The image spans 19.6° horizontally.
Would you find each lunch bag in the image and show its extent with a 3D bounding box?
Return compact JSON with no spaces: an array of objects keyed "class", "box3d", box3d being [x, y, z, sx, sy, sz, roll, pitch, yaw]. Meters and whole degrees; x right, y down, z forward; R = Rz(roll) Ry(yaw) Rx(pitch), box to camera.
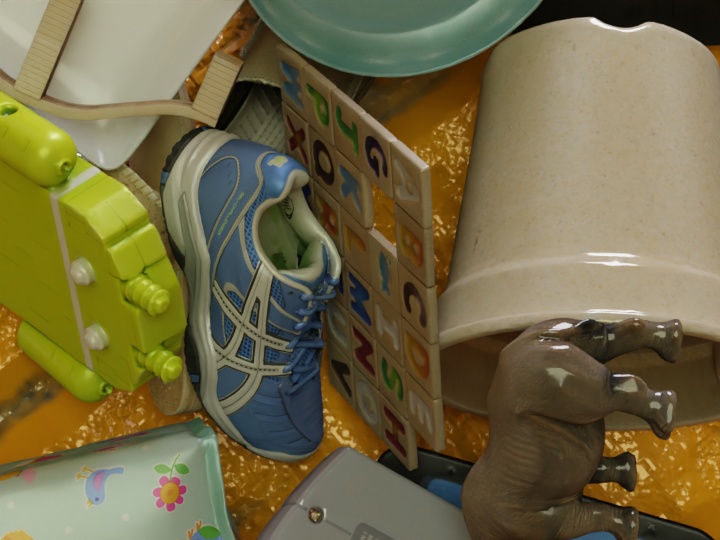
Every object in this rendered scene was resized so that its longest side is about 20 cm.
[{"class":"lunch bag","box3d":[-0.138,0.196,1.120,0.169,0.122,0.202,-12,92,-9]}]

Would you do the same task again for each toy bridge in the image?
[{"class":"toy bridge","box3d":[-0.164,-0.120,1.099,0.198,0.027,0.068,24,101,-6]}]

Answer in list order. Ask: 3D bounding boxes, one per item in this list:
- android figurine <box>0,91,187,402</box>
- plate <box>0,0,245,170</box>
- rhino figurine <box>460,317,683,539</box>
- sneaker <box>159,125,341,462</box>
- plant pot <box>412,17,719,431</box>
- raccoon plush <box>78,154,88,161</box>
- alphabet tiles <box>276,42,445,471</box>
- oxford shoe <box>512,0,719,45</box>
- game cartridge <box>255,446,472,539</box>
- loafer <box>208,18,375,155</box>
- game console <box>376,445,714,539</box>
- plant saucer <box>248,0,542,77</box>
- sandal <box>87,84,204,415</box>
[{"class":"android figurine","box3d":[-0.162,-0.009,1.119,0.041,0.183,0.199,-33,49,-29]},{"class":"plate","box3d":[-0.151,-0.190,1.115,0.199,0.032,0.200,37,98,-8]},{"class":"rhino figurine","box3d":[0.095,0.106,1.032,0.086,0.060,0.201,9,124,-4]},{"class":"sneaker","box3d":[-0.050,0.021,1.127,0.076,0.202,0.076,9,37,36]},{"class":"plant pot","box3d":[0.130,-0.028,1.130,0.198,0.201,0.185,3,71,0]},{"class":"raccoon plush","box3d":[-0.213,-0.149,1.203,0.200,0.096,0.135,40,67,-25]},{"class":"alphabet tiles","box3d":[0.000,0.000,1.106,0.007,0.167,0.202,-17,123,-21]},{"class":"oxford shoe","box3d":[0.147,-0.175,1.212,0.198,0.072,0.072,4,54,0]},{"class":"game cartridge","box3d":[-0.013,0.201,1.070,0.133,0.040,0.201,32,71,-15]},{"class":"loafer","box3d":[-0.036,-0.105,1.187,0.075,0.067,0.201,25,85,0]},{"class":"game console","box3d":[0.079,0.215,1.116,0.198,0.117,0.177,16,42,2]},{"class":"plant saucer","box3d":[0.022,-0.200,1.093,0.198,0.027,0.202,-7,119,-12]},{"class":"sandal","box3d":[-0.131,-0.023,1.156,0.069,0.077,0.214,-8,91,-32]}]
